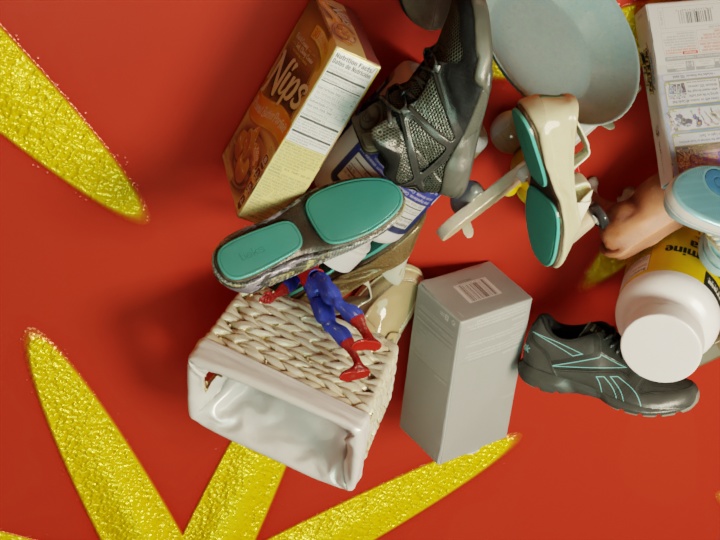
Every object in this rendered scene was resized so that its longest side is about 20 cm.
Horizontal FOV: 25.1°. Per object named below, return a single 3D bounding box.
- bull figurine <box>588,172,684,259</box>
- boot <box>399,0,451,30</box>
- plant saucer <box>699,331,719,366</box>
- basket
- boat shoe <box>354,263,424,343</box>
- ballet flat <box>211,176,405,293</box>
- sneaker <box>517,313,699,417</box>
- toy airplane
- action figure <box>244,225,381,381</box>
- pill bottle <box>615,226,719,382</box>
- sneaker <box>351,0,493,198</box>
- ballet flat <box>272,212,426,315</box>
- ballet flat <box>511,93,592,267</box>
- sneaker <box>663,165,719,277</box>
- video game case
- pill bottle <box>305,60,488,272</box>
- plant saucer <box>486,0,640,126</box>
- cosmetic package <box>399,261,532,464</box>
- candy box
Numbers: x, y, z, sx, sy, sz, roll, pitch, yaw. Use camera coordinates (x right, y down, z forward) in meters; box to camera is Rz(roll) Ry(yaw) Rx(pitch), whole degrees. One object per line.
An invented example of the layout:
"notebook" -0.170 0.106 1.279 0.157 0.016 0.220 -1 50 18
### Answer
"bull figurine" 0.333 -0.085 1.714 0.198 0.122 0.065 -27 127 5
"boot" 0.084 -0.295 1.500 0.067 0.131 0.202 1 124 -14
"plant saucer" 0.389 0.085 1.840 0.198 0.030 0.200 -25 168 -6
"basket" -0.068 0.116 1.691 0.198 0.124 0.136 22 146 10
"boat shoe" 0.009 0.081 1.783 0.072 0.065 0.201 25 115 -28
"ballet flat" -0.051 -0.034 1.559 0.198 0.072 0.073 -23 127 -11
"sneaker" 0.269 0.103 1.745 0.197 0.075 0.080 12 107 10
"toy airplane" 0.178 -0.114 1.643 0.199 0.141 0.200 -8 138 -44
"action figure" -0.062 0.021 1.636 0.098 0.201 0.066 0 132 -29
"pill bottle" 0.333 0.026 1.729 0.111 0.201 0.114 9 126 13
"sneaker" 0.058 -0.163 1.487 0.113 0.077 0.201 4 122 -13
"ballet flat" 0.000 0.000 1.723 0.199 0.068 0.072 -34 123 13
"ballet flat" 0.187 -0.086 1.513 0.069 0.070 0.201 -16 136 -3
"sneaker" 0.359 -0.038 1.620 0.198 0.080 0.131 6 148 -28
"video game case" 0.388 -0.184 1.640 0.197 0.184 0.045 -6 170 -10
"pill bottle" 0.022 -0.099 1.628 0.119 0.120 0.200 32 112 -30
"plant saucer" 0.181 -0.221 1.558 0.199 0.203 0.039 20 146 -26
"cosmetic package" 0.114 0.104 1.797 0.106 0.090 0.202 -16 132 -33
"candy box" -0.061 -0.152 1.572 0.055 0.116 0.201 19 118 -26
